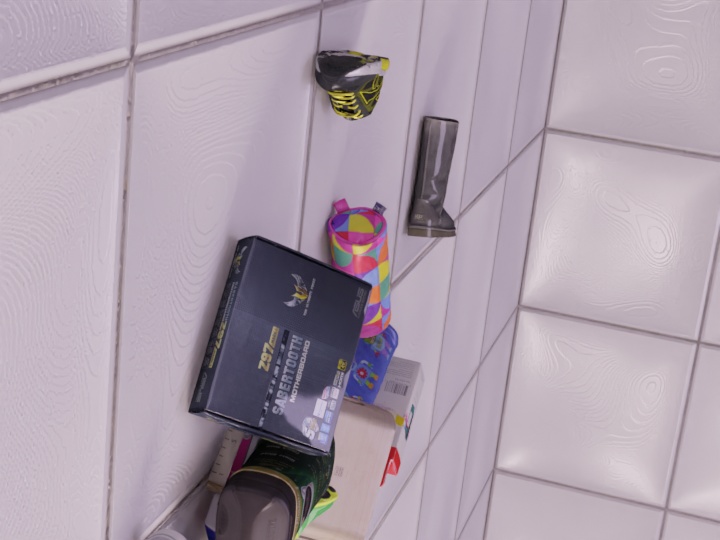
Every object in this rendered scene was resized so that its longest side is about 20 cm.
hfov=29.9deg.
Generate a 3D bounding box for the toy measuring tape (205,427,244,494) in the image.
[{"bbox_3d":[-0.123,0.155,1.526,0.074,0.073,0.201,0,110,-75],"label":"toy measuring tape"}]

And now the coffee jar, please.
[{"bbox_3d":[-0.094,0.244,1.493,0.200,0.085,0.105,-48,149,-68],"label":"coffee jar"}]

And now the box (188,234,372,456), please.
[{"bbox_3d":[-0.084,0.083,1.455,0.051,0.157,0.201,-12,-122,59],"label":"box"}]

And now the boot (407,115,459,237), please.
[{"bbox_3d":[0.130,-0.157,2.268,0.182,0.072,0.202,-10,104,-77],"label":"boot"}]

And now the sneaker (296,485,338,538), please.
[{"bbox_3d":[-0.106,0.315,1.671,0.200,0.074,0.084,-27,140,-48],"label":"sneaker"}]

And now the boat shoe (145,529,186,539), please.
[{"bbox_3d":[-0.217,0.356,1.324,0.068,0.072,0.201,6,104,-75],"label":"boat shoe"}]

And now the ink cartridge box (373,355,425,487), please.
[{"bbox_3d":[0.013,0.225,1.983,0.067,0.115,0.201,75,30,-61],"label":"ink cartridge box"}]

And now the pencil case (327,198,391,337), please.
[{"bbox_3d":[0.000,0.000,1.838,0.089,0.088,0.201,-65,160,-43],"label":"pencil case"}]

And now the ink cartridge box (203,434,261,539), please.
[{"bbox_3d":[-0.144,0.274,1.555,0.095,0.037,0.201,86,14,-47],"label":"ink cartridge box"}]

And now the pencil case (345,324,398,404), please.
[{"bbox_3d":[-0.012,0.149,1.911,0.078,0.087,0.200,-43,-167,42],"label":"pencil case"}]

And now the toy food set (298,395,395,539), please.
[{"bbox_3d":[-0.045,0.263,1.790,0.143,0.060,0.201,22,78,-31],"label":"toy food set"}]

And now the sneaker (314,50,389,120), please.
[{"bbox_3d":[-0.007,-0.224,1.655,0.200,0.074,0.085,-31,131,-71],"label":"sneaker"}]
